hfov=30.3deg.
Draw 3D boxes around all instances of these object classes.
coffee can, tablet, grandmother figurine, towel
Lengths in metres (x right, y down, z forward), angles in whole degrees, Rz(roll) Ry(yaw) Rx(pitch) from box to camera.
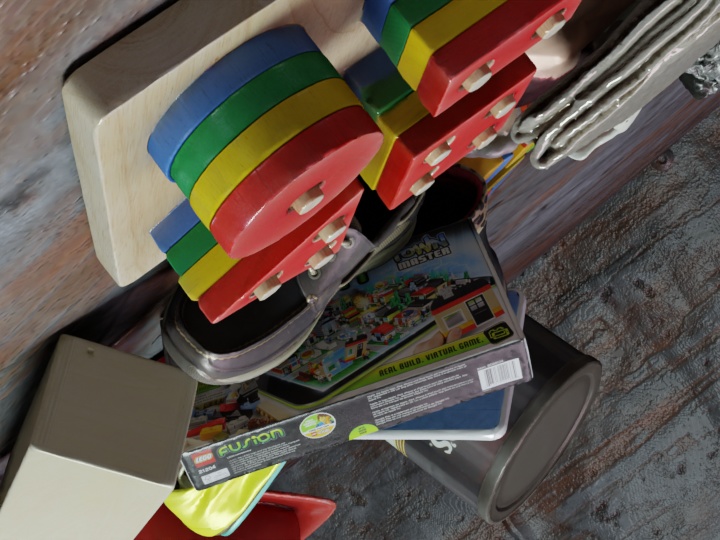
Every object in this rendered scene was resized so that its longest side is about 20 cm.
[{"bbox_3d":[0.066,0.077,1.036,0.146,0.199,0.147,-42,153,-27],"label":"coffee can"},{"bbox_3d":[0.014,0.066,0.940,0.197,0.014,0.131,-2,-133,19],"label":"tablet"},{"bbox_3d":[0.102,-0.125,0.744,0.120,0.061,0.200,-2,157,-27],"label":"grandmother figurine"},{"bbox_3d":[0.153,-0.116,0.685,0.132,0.035,0.200,-41,175,26],"label":"towel"}]

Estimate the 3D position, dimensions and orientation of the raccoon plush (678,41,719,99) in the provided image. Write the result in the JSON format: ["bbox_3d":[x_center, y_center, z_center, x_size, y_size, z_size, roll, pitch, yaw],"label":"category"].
[{"bbox_3d":[0.285,-0.158,0.815,0.202,0.133,0.097,-65,-176,-12],"label":"raccoon plush"}]

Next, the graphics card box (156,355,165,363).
[{"bbox_3d":[-0.150,0.115,0.956,0.125,0.051,0.200,-36,171,-20],"label":"graphics card box"}]

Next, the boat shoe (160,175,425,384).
[{"bbox_3d":[-0.032,-0.017,0.717,0.200,0.074,0.074,-44,168,-41],"label":"boat shoe"}]

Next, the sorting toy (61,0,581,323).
[{"bbox_3d":[-0.009,-0.061,0.522,0.198,0.070,0.200,-37,172,-15],"label":"sorting toy"}]

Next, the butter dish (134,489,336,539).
[{"bbox_3d":[-0.127,0.245,0.924,0.198,0.149,0.199,17,133,-42],"label":"butter dish"}]

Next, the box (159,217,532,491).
[{"bbox_3d":[-0.012,0.045,0.763,0.197,0.111,0.035,-19,132,-1],"label":"box"}]

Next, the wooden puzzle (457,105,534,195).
[{"bbox_3d":[0.076,-0.072,0.950,0.199,0.046,0.185,-33,170,-38],"label":"wooden puzzle"}]

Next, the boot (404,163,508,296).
[{"bbox_3d":[0.000,0.000,0.878,0.197,0.074,0.151,-8,151,2],"label":"boot"}]

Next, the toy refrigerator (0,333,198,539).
[{"bbox_3d":[-0.154,0.108,0.738,0.200,0.075,0.071,128,-25,-56],"label":"toy refrigerator"}]

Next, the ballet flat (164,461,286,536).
[{"bbox_3d":[-0.055,0.082,0.826,0.200,0.067,0.067,-49,-155,11],"label":"ballet flat"}]

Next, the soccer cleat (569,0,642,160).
[{"bbox_3d":[0.161,-0.130,0.833,0.078,0.069,0.200,-61,170,-13],"label":"soccer cleat"}]
